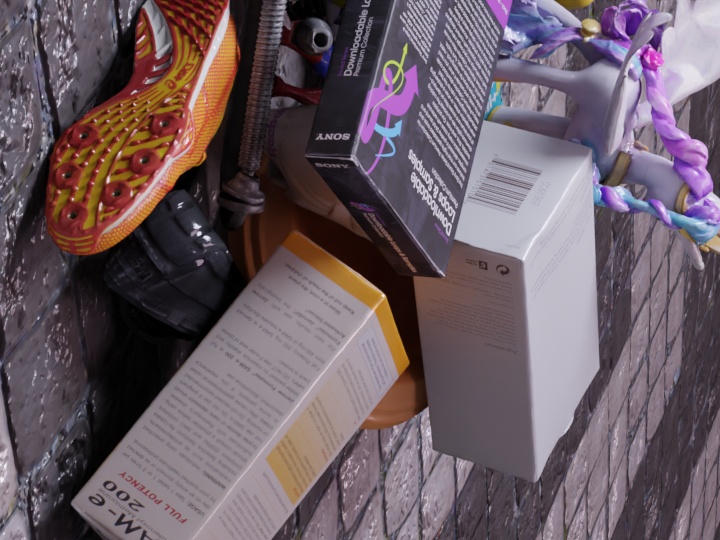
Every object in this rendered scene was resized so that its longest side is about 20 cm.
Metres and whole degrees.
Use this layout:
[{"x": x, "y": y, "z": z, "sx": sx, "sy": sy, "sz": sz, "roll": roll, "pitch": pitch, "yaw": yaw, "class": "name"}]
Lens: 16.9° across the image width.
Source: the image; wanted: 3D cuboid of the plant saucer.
[{"x": 0.000, "y": 0.000, "z": 1.542, "sx": 0.200, "sy": 0.037, "sz": 0.201, "roll": 22, "pitch": 57, "yaw": -40, "class": "plant saucer"}]

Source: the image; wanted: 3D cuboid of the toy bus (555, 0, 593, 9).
[{"x": 0.126, "y": -0.319, "z": 1.791, "sx": 0.192, "sy": 0.135, "sz": 0.201, "roll": 50, "pitch": 54, "yaw": -50, "class": "toy bus"}]

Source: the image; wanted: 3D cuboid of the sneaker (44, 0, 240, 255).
[{"x": -0.107, "y": -0.071, "z": 1.295, "sx": 0.200, "sy": 0.073, "sz": 0.077, "roll": -62, "pitch": 152, "yaw": -43, "class": "sneaker"}]

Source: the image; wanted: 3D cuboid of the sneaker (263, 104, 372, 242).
[{"x": 0.004, "y": -0.060, "z": 1.486, "sx": 0.200, "sy": 0.099, "sz": 0.075, "roll": 40, "pitch": 64, "yaw": -61, "class": "sneaker"}]

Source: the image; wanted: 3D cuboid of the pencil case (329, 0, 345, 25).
[{"x": -0.013, "y": -0.244, "z": 1.418, "sx": 0.089, "sy": 0.088, "sz": 0.201, "roll": -62, "pitch": 144, "yaw": -42, "class": "pencil case"}]

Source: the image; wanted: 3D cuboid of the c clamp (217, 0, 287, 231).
[{"x": -0.059, "y": -0.110, "z": 1.359, "sx": 0.171, "sy": 0.027, "sz": 0.201, "roll": -111, "pitch": -150, "yaw": -68, "class": "c clamp"}]

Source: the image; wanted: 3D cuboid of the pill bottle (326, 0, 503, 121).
[{"x": 0.037, "y": -0.145, "z": 1.626, "sx": 0.201, "sy": 0.110, "sz": 0.111, "roll": 79, "pitch": 28, "yaw": -48, "class": "pill bottle"}]

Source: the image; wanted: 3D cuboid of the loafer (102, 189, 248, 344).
[{"x": -0.105, "y": 0.009, "z": 1.378, "sx": 0.070, "sy": 0.068, "sz": 0.201, "roll": -35, "pitch": 165, "yaw": -3, "class": "loafer"}]

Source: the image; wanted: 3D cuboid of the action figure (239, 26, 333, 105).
[{"x": 0.002, "y": -0.102, "z": 1.528, "sx": 0.199, "sy": 0.052, "sz": 0.066, "roll": 19, "pitch": 58, "yaw": -44, "class": "action figure"}]

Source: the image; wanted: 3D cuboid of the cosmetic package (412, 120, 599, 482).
[{"x": 0.093, "y": 0.021, "z": 1.513, "sx": 0.113, "sy": 0.081, "sz": 0.201, "roll": -55, "pitch": 152, "yaw": -40, "class": "cosmetic package"}]

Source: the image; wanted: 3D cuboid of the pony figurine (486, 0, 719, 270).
[{"x": 0.160, "y": -0.111, "z": 1.532, "sx": 0.166, "sy": 0.199, "sz": 0.194, "roll": -33, "pitch": 139, "yaw": -42, "class": "pony figurine"}]

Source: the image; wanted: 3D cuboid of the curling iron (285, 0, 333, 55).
[{"x": -0.031, "y": -0.141, "z": 1.367, "sx": 0.200, "sy": 0.025, "sz": 0.050, "roll": -102, "pitch": 172, "yaw": -75, "class": "curling iron"}]

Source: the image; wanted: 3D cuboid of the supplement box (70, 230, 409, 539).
[{"x": -0.065, "y": 0.091, "z": 1.386, "sx": 0.200, "sy": 0.073, "sz": 0.126, "roll": -51, "pitch": 162, "yaw": -12, "class": "supplement box"}]

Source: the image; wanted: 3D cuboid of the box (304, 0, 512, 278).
[{"x": 0.031, "y": -0.116, "z": 1.380, "sx": 0.143, "sy": 0.036, "sz": 0.201, "roll": 51, "pitch": 46, "yaw": -53, "class": "box"}]
